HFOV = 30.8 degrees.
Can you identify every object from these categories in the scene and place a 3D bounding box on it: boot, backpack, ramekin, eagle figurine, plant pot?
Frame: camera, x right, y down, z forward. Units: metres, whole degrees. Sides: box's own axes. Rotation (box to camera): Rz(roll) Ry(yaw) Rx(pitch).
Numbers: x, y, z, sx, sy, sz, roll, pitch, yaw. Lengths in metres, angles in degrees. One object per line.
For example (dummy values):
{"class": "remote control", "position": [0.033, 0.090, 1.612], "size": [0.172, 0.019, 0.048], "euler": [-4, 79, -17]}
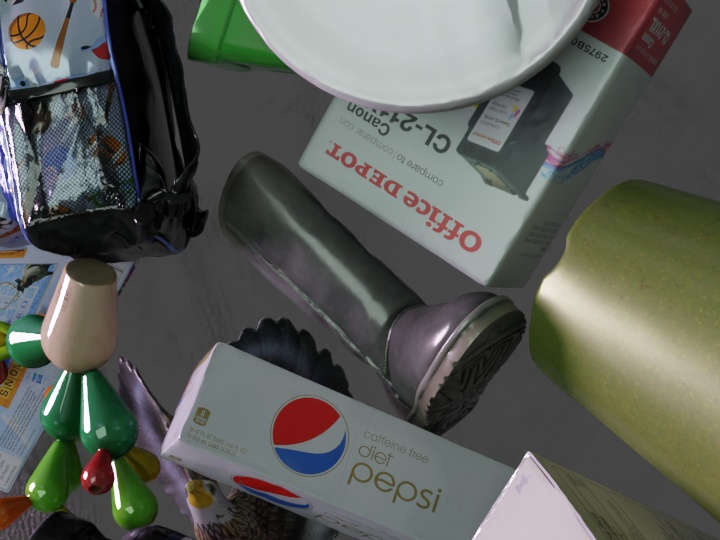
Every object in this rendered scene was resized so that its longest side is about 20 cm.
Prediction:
{"class": "boot", "position": [-0.002, 0.001, 0.784], "size": [0.200, 0.072, 0.182], "euler": [53, 153, 15]}
{"class": "backpack", "position": [-0.174, -0.101, 0.796], "size": [0.154, 0.200, 0.191], "euler": [-4, 86, -5]}
{"class": "ramekin", "position": [0.037, -0.180, 0.690], "size": [0.202, 0.094, 0.203], "euler": [1, 94, 13]}
{"class": "eagle figurine", "position": [-0.084, 0.146, 0.841], "size": [0.151, 0.151, 0.200], "euler": [7, 56, -16]}
{"class": "plant pot", "position": [0.199, 0.043, 0.691], "size": [0.190, 0.200, 0.200], "euler": [31, 101, 33]}

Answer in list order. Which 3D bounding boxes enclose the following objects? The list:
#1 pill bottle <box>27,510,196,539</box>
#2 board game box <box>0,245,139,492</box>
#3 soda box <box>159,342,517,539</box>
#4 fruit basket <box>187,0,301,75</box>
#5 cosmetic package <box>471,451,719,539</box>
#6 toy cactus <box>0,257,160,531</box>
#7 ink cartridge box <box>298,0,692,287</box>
{"class": "pill bottle", "position": [-0.092, 0.207, 0.713], "size": [0.200, 0.112, 0.112], "euler": [20, 97, 8]}
{"class": "board game box", "position": [-0.285, 0.025, 0.899], "size": [0.199, 0.041, 0.200], "euler": [29, 102, -15]}
{"class": "soda box", "position": [-0.011, 0.113, 0.767], "size": [0.200, 0.068, 0.064], "euler": [24, 68, -10]}
{"class": "fruit basket", "position": [-0.072, -0.227, 0.821], "size": [0.215, 0.156, 0.216], "euler": [1, 96, 6]}
{"class": "cosmetic package", "position": [0.163, 0.180, 0.678], "size": [0.200, 0.104, 0.073], "euler": [26, 102, -20]}
{"class": "toy cactus", "position": [-0.186, 0.068, 0.798], "size": [0.200, 0.102, 0.165], "euler": [49, 132, 44]}
{"class": "ink cartridge box", "position": [0.079, -0.108, 0.780], "size": [0.146, 0.083, 0.200], "euler": [33, 101, 18]}
